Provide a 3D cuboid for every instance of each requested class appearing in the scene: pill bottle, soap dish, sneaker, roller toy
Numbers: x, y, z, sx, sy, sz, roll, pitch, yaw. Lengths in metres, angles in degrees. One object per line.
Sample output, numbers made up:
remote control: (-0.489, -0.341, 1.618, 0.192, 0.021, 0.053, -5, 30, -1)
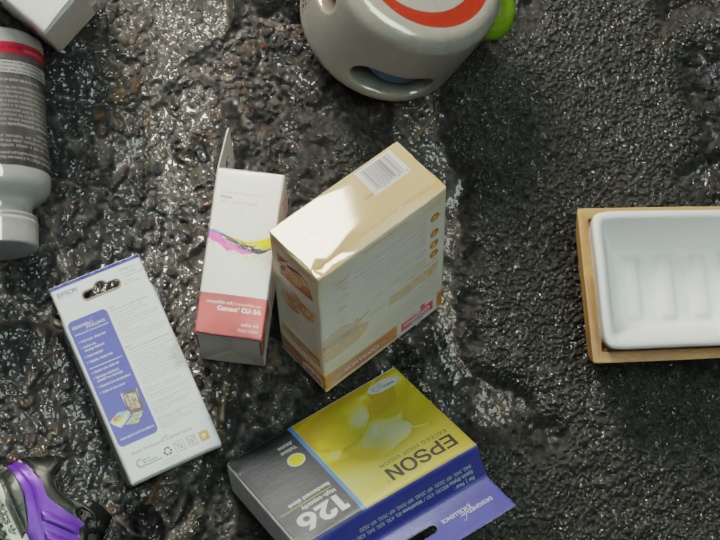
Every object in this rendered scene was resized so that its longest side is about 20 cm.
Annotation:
pill bottle: (-0.343, -0.115, 1.560, 0.110, 0.111, 0.202, -2, 77, -16)
soap dish: (0.315, 0.016, 1.724, 0.198, 0.081, 0.159, -1, 77, -16)
sneaker: (-0.261, 0.256, 1.516, 0.099, 0.070, 0.201, -24, 85, -21)
roller toy: (0.035, -0.272, 1.686, 0.182, 0.140, 0.200, -39, 87, -31)

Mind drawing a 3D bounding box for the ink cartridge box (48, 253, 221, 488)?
ink cartridge box: (-0.213, 0.094, 1.586, 0.094, 0.037, 0.201, -22, 86, -18)

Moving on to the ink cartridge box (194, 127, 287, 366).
ink cartridge box: (-0.109, -0.021, 1.594, 0.067, 0.117, 0.202, 7, 75, 0)

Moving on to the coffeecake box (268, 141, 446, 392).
coffeecake box: (0.000, 0.000, 1.575, 0.153, 0.201, 0.073, -36, 63, -20)

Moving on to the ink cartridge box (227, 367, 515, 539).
ink cartridge box: (0.006, 0.195, 1.552, 0.197, 0.200, 0.047, -28, 128, -20)

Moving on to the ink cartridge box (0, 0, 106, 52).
ink cartridge box: (-0.339, -0.305, 1.582, 0.200, 0.145, 0.085, 39, 88, -3)
